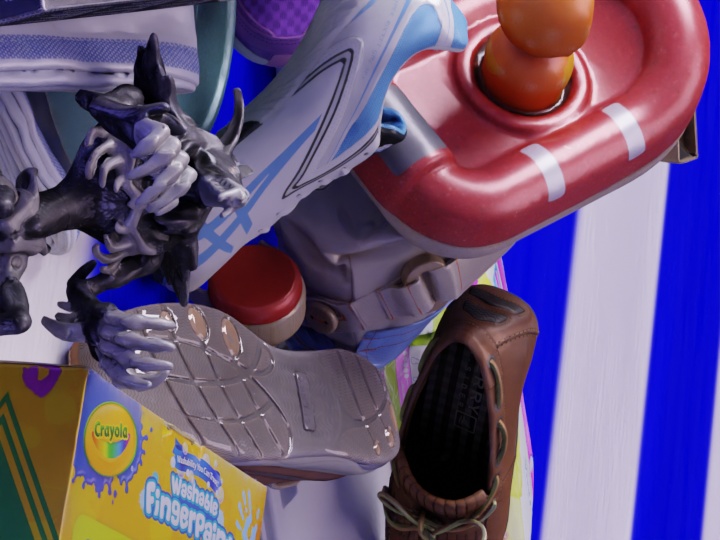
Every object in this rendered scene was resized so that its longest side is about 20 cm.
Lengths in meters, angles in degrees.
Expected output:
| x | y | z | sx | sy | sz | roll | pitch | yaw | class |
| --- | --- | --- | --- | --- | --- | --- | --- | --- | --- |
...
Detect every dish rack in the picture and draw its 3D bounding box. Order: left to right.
| x | y | z | sx | sy | sz | roll | pitch | yaw | class |
| --- | --- | --- | --- | --- | --- | --- | --- | --- | --- |
| -0.023 | 0.120 | 1.367 | 0.200 | 0.043 | 0.173 | -52 | 138 | -59 | dish rack |

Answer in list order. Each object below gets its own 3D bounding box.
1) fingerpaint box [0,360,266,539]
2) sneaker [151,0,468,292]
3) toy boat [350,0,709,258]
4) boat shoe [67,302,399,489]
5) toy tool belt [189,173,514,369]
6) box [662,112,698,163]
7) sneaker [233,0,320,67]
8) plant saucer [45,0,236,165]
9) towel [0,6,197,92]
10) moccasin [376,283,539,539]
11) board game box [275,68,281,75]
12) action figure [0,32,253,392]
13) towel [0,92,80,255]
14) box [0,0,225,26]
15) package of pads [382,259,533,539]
| x | y | z | sx | sy | sz | roll | pitch | yaw | class |
| --- | --- | --- | --- | --- | --- | --- | --- | --- | --- |
| -0.117 | 0.145 | 1.073 | 0.200 | 0.073 | 0.168 | 43 | 52 | -64 | fingerpaint box |
| -0.027 | -0.058 | 1.177 | 0.072 | 0.200 | 0.072 | 36 | 23 | -12 | sneaker |
| 0.083 | -0.104 | 1.231 | 0.199 | 0.131 | 0.131 | -28 | 158 | -28 | toy boat |
| -0.066 | 0.068 | 1.200 | 0.199 | 0.072 | 0.076 | 21 | 55 | -46 | boat shoe |
| 0.000 | 0.000 | 1.304 | 0.200 | 0.124 | 0.123 | -42 | 151 | -31 | toy tool belt |
| 0.113 | -0.154 | 1.513 | 0.021 | 0.199 | 0.165 | -23 | 116 | -40 | box |
| -0.040 | -0.201 | 1.234 | 0.089 | 0.080 | 0.202 | 95 | -5 | -77 | sneaker |
| -0.093 | -0.128 | 1.135 | 0.200 | 0.027 | 0.202 | 1 | 90 | -73 | plant saucer |
| -0.123 | -0.168 | 1.013 | 0.146 | 0.024 | 0.202 | -1 | 88 | -46 | towel |
| 0.048 | 0.107 | 1.353 | 0.078 | 0.073 | 0.202 | -44 | 156 | -52 | moccasin |
| -0.011 | -0.136 | 1.399 | 0.126 | 0.034 | 0.202 | -41 | 129 | -63 | board game box |
| -0.102 | -0.012 | 0.973 | 0.199 | 0.102 | 0.120 | -24 | 127 | -32 | action figure |
| -0.122 | -0.123 | 1.121 | 0.147 | 0.024 | 0.201 | 72 | 27 | -42 | towel |
| -0.079 | -0.184 | 1.004 | 0.199 | 0.044 | 0.162 | -14 | 96 | -47 | box |
| 0.061 | 0.088 | 1.513 | 0.155 | 0.068 | 0.201 | -80 | 161 | -62 | package of pads |
